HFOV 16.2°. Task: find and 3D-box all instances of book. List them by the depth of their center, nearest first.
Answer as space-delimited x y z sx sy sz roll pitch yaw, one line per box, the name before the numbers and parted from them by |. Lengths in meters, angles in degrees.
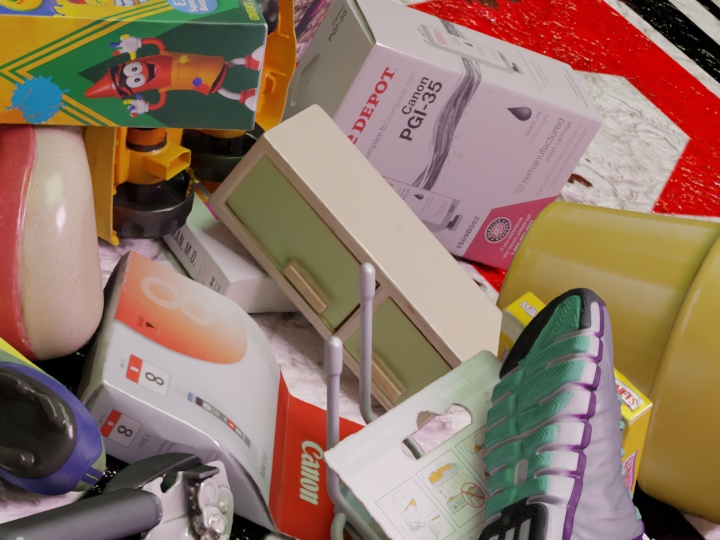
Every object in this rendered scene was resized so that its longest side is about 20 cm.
book | -0.087 -0.044 1.695 0.133 0.048 0.200 -1 39 -40

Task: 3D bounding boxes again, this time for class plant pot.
plant pot | 0.194 0.044 1.679 0.188 0.201 0.201 20 20 18

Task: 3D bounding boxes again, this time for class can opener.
can opener | -0.130 0.137 1.293 0.066 0.053 0.200 4 9 29

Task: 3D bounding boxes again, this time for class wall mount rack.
wall mount rack | 0.021 0.101 1.442 0.174 0.074 0.200 51 19 -10

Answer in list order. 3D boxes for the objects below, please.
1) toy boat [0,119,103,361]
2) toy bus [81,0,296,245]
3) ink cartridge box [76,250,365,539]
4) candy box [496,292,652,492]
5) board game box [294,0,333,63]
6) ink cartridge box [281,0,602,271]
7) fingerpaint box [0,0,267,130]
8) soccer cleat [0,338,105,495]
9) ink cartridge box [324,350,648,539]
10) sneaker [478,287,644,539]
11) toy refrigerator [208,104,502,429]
toy boat | -0.219 -0.030 1.450 0.130 0.131 0.200 -8 33 -8
toy bus | -0.163 -0.128 1.633 0.192 0.136 0.200 23 36 26
ink cartridge box | -0.064 0.081 1.463 0.199 0.050 0.162 23 25 -11
candy box | 0.117 0.106 1.472 0.026 0.200 0.102 -33 62 -23
board game box | -0.096 -0.240 1.918 0.097 0.160 0.200 39 26 18
ink cartridge box | 0.049 -0.099 1.824 0.199 0.147 0.083 16 29 -28
fingerpaint box | -0.157 -0.161 1.476 0.166 0.074 0.200 1 31 -16
soccer cleat | -0.214 0.055 1.352 0.200 0.065 0.084 38 -5 27
ink cartridge box | 0.078 0.158 1.364 0.200 0.050 0.162 49 42 10
sneaker | 0.115 0.108 1.344 0.087 0.074 0.201 33 54 -27
toy refrigerator | 0.000 0.000 1.596 0.200 0.076 0.070 49 40 6
